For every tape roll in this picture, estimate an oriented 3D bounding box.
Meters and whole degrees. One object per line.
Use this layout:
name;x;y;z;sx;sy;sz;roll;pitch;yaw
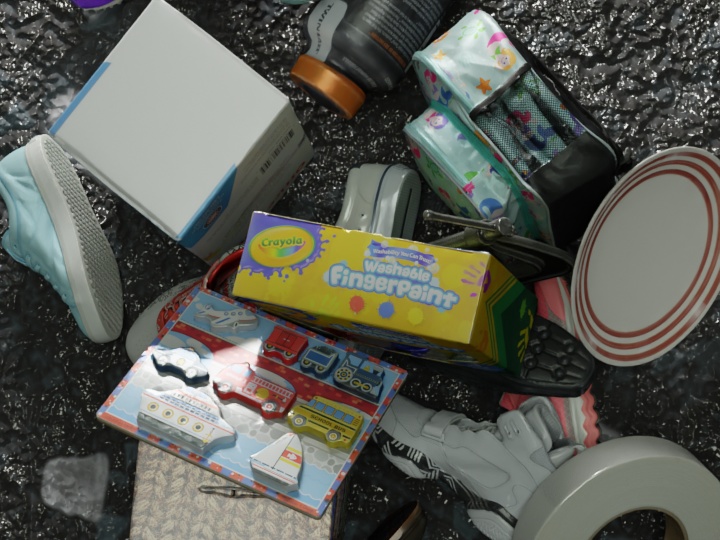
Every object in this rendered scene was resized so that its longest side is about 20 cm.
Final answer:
tape roll;0.221;0.237;1.132;0.201;0.037;0.205;-7;114;-17

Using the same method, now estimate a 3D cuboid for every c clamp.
c clamp;0.088;-0.016;1.131;0.169;0.200;0.027;12;75;-22

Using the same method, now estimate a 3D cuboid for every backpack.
backpack;0.122;-0.117;1.162;0.150;0.178;0.201;-33;70;2

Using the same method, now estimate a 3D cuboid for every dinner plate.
dinner plate;0.252;-0.013;1.161;0.201;0.200;0.024;-52;42;-4

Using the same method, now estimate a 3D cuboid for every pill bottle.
pill bottle;0.018;-0.237;1.215;0.106;0.106;0.201;34;86;6

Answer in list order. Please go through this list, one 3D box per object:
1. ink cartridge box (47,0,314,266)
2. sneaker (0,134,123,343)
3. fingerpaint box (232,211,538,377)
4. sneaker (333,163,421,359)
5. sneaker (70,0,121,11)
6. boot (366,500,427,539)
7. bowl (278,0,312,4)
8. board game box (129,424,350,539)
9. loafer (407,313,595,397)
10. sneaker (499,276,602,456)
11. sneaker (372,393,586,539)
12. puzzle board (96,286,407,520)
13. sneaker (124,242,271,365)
ink cartridge box;-0.146;-0.109;1.162;0.146;0.200;0.147;38;87;8
sneaker;-0.282;-0.018;1.232;0.081;0.074;0.202;-25;78;15
fingerpaint box;0.024;0.022;1.071;0.198;0.167;0.074;11;81;21
sneaker;0.000;0.000;1.217;0.070;0.073;0.202;12;84;30
sneaker;-0.205;-0.330;1.239;0.200;0.100;0.070;-43;81;-3
boot;0.020;0.303;1.178;0.097;0.075;0.201;36;96;-3
bowl;-0.048;-0.313;1.173;0.105;0.200;0.202;37;86;-34
board game box;-0.092;0.180;1.127;0.158;0.200;0.098;4;84;4
loafer;0.113;0.070;1.166;0.199;0.071;0.068;15;62;30
sneaker;0.162;0.092;1.188;0.086;0.074;0.202;-9;81;7
sneaker;0.100;0.141;1.157;0.199;0.075;0.115;38;113;18
puzzle board;-0.083;0.095;1.046;0.198;0.017;0.151;21;50;18
sneaker;-0.137;0.029;1.182;0.200;0.108;0.068;-24;81;10
